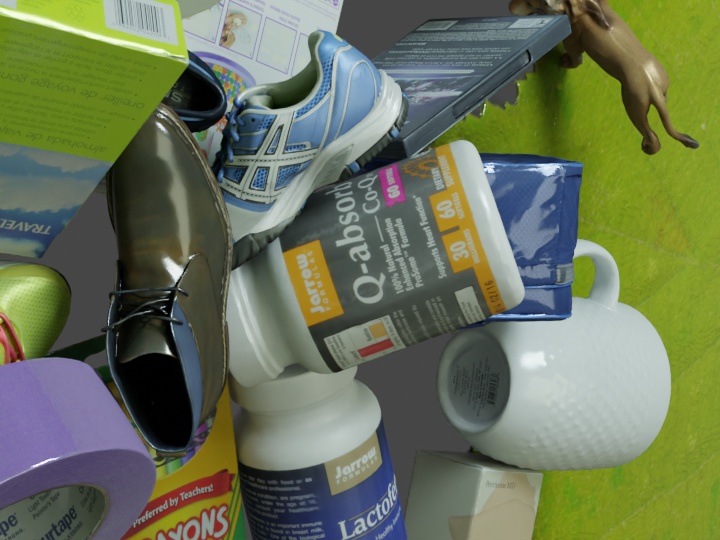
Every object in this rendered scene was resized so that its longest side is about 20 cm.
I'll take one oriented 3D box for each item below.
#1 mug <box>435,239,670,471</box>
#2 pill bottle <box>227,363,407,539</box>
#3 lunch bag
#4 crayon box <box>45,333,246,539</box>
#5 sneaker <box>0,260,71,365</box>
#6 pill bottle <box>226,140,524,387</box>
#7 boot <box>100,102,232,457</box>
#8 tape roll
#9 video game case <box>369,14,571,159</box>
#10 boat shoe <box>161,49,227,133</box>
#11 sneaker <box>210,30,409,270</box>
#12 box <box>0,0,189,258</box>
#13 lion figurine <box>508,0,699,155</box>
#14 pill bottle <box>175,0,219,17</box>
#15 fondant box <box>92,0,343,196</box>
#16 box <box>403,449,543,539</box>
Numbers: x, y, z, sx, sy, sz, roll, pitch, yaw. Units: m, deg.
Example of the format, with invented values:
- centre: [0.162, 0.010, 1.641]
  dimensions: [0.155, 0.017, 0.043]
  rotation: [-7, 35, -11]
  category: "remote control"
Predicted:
- centre: [0.161, 0.071, 1.205]
  dimensions: [0.174, 0.147, 0.203]
  rotation: [5, 107, -42]
  category: "mug"
- centre: [-0.033, 0.147, 1.042]
  dimensions: [0.115, 0.115, 0.202]
  rotation: [-31, 119, -39]
  category: "pill bottle"
- centre: [0.062, -0.020, 1.069]
  dimensions: [0.197, 0.136, 0.134]
  rotation: [0, 97, -10]
  category: "lunch bag"
- centre: [-0.145, 0.140, 0.969]
  dimensions: [0.126, 0.050, 0.203]
  rotation: [-21, 111, -42]
  category: "crayon box"
- centre: [-0.237, 0.063, 0.829]
  dimensions: [0.200, 0.090, 0.079]
  rotation: [-40, 123, -36]
  category: "sneaker"
- centre: [0.000, 0.000, 0.941]
  dimensions: [0.198, 0.117, 0.117]
  rotation: [-20, 120, 6]
  category: "pill bottle"
- centre: [-0.112, 0.009, 0.831]
  dimensions: [0.097, 0.074, 0.203]
  rotation: [-91, 173, -68]
  category: "boot"
- centre: [-0.215, 0.138, 0.800]
  dimensions: [0.199, 0.066, 0.201]
  rotation: [-31, 156, -15]
  category: "tape roll"
- centre: [0.044, -0.138, 1.050]
  dimensions: [0.200, 0.142, 0.019]
  rotation: [-40, 122, -34]
  category: "video game case"
- centre: [-0.166, -0.139, 0.841]
  dimensions: [0.198, 0.068, 0.085]
  rotation: [13, 88, -23]
  category: "boat shoe"
- centre: [-0.066, -0.069, 0.896]
  dimensions: [0.200, 0.076, 0.077]
  rotation: [-42, 119, 3]
  category: "sneaker"
- centre: [-0.193, -0.084, 0.791]
  dimensions: [0.121, 0.200, 0.048]
  rotation: [10, 53, -34]
  category: "box"
- centre: [0.216, -0.187, 1.222]
  dimensions: [0.073, 0.200, 0.123]
  rotation: [-47, 162, -4]
  category: "lion figurine"
- centre: [-0.123, -0.249, 0.802]
  dimensions: [0.115, 0.115, 0.202]
  rotation: [22, 48, -46]
  category: "pill bottle"
- centre: [-0.093, -0.133, 0.969]
  dimensions: [0.143, 0.058, 0.203]
  rotation: [16, 85, -46]
  category: "fondant box"
- centre: [0.084, 0.260, 1.215]
  dimensions: [0.094, 0.077, 0.203]
  rotation: [10, 90, -46]
  category: "box"
